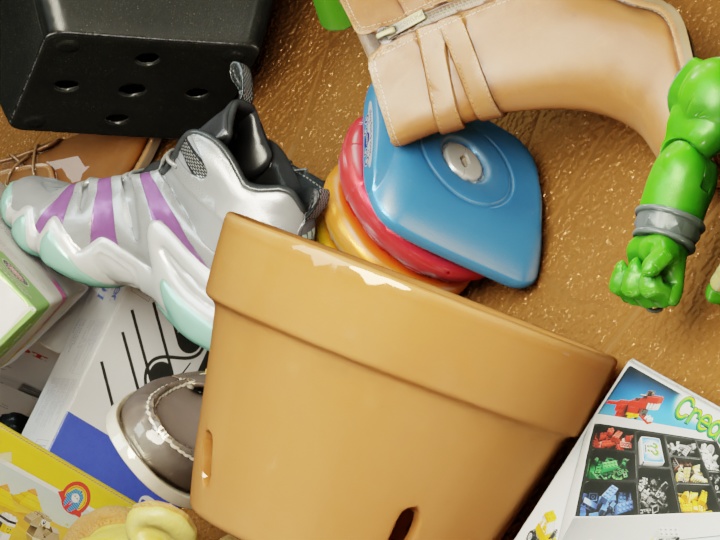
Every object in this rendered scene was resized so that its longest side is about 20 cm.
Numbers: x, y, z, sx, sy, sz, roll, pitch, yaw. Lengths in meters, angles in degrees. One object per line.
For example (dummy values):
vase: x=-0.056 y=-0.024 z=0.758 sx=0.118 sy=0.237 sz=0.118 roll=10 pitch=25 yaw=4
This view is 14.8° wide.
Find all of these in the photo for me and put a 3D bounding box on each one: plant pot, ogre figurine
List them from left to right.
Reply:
plant pot: x=-0.149 y=-0.192 z=1.752 sx=0.200 sy=0.199 sz=0.178 roll=127 pitch=142 yaw=-60
plant pot: x=0.005 y=0.071 z=1.322 sx=0.200 sy=0.199 sz=0.141 roll=24 pitch=93 yaw=59
ogre figurine: x=0.203 y=-0.058 z=1.248 sx=0.200 sy=0.098 sz=0.120 roll=-34 pitch=46 yaw=51

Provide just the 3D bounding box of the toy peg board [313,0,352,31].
toy peg board: x=0.057 y=-0.219 z=1.575 sx=0.199 sy=0.098 sz=0.200 roll=6 pitch=47 yaw=25

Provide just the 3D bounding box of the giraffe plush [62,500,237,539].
giraffe plush: x=-0.096 y=0.183 z=1.372 sx=0.200 sy=0.162 sz=0.173 roll=11 pitch=70 yaw=58

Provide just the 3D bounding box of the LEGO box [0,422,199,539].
LEGO box: x=-0.189 y=0.171 z=1.481 sx=0.077 sy=0.200 sz=0.149 roll=10 pitch=70 yaw=58

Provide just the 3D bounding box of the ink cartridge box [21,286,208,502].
ink cartridge box: x=-0.137 y=0.092 z=1.589 sx=0.044 sy=0.094 sz=0.201 roll=1 pitch=62 yaw=56

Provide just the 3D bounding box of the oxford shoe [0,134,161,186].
oxford shoe: x=-0.208 y=-0.058 z=1.861 sx=0.200 sy=0.071 sz=0.072 roll=-36 pitch=34 yaw=27

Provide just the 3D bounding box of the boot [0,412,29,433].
boot: x=-0.241 y=0.156 z=1.689 sx=0.168 sy=0.076 sz=0.200 roll=-56 pitch=37 yaw=7

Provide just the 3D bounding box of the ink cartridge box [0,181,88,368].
ink cartridge box: x=-0.220 y=-0.004 z=1.529 sx=0.067 sy=0.117 sz=0.200 roll=-44 pitch=-1 yaw=6

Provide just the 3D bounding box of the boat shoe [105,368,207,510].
boat shoe: x=-0.065 y=0.079 z=1.432 sx=0.059 sy=0.200 sz=0.072 roll=-36 pitch=74 yaw=17

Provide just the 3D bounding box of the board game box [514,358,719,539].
board game box: x=0.144 y=0.125 z=1.211 sx=0.127 sy=0.035 sz=0.200 roll=-57 pitch=30 yaw=-1

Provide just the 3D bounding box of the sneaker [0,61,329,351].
sneaker: x=-0.097 y=-0.049 z=1.484 sx=0.199 sy=0.078 sz=0.141 roll=25 pitch=103 yaw=27

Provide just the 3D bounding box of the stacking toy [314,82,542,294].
stacking toy: x=0.000 y=0.000 z=1.495 sx=0.200 sy=0.109 sz=0.116 roll=-47 pitch=30 yaw=38

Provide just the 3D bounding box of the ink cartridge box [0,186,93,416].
ink cartridge box: x=-0.243 y=0.017 z=1.700 sx=0.083 sy=0.146 sz=0.200 roll=-68 pitch=11 yaw=-24

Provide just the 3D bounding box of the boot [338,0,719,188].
boot: x=0.086 y=-0.095 z=1.388 sx=0.154 sy=0.074 sz=0.201 roll=-24 pitch=57 yaw=1

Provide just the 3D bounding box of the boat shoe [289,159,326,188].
boat shoe: x=-0.059 y=-0.034 z=1.631 sx=0.075 sy=0.062 sz=0.200 roll=-58 pitch=31 yaw=-7
